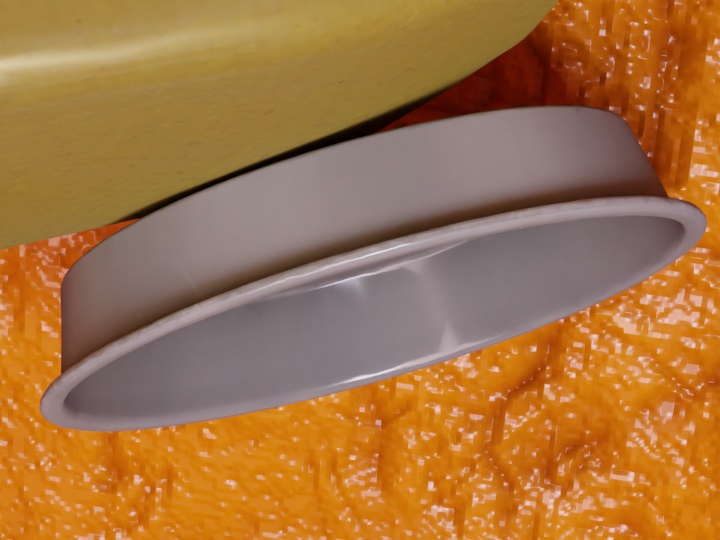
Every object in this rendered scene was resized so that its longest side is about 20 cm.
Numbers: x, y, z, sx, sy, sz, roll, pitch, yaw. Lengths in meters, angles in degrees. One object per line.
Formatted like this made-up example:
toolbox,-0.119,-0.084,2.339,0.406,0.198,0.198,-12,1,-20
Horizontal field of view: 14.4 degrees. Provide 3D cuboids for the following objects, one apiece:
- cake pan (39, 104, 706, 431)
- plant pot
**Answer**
cake pan,0.000,0.000,0.827,0.199,0.200,0.037,-21,78,21
plant pot,-0.044,-0.118,0.725,0.199,0.194,0.197,-6,80,-12
